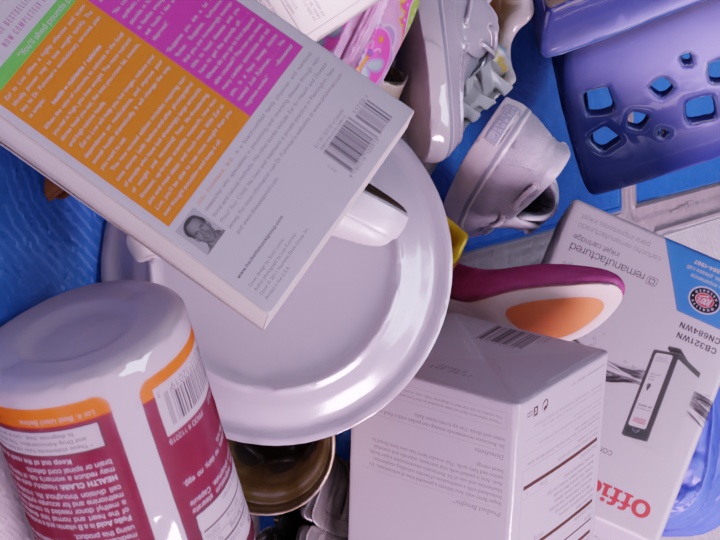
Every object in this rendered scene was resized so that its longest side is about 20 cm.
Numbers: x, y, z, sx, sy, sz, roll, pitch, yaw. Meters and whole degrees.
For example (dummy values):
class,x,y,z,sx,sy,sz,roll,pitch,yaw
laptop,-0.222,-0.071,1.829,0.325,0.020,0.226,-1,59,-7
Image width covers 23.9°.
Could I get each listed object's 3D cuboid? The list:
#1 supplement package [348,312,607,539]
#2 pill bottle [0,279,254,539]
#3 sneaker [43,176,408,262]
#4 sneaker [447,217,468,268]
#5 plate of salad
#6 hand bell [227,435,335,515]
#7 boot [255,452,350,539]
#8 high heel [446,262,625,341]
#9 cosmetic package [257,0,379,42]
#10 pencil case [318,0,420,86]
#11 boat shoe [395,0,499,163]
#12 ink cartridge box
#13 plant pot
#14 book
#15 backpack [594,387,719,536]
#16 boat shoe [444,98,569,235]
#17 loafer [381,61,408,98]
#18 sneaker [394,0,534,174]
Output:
class,x,y,z,sx,sy,sz,roll,pitch,yaw
supplement package,0.072,0.147,1.068,0.119,0.120,0.203,-22,119,-53
pill bottle,-0.120,0.118,0.898,0.114,0.113,0.202,-43,126,-47
sneaker,-0.075,-0.036,0.912,0.073,0.198,0.086,-33,141,-82
sneaker,0.000,0.000,1.058,0.077,0.073,0.200,-56,167,29
plate of salad,-0.047,-0.003,0.960,0.048,0.197,0.203,77,19,-83
hand bell,-0.028,0.068,1.083,0.200,0.103,0.105,-37,122,-64
boot,0.000,0.139,1.125,0.131,0.067,0.202,50,54,-48
high heel,0.097,0.002,1.148,0.067,0.199,0.097,37,53,-31
cosmetic package,-0.038,-0.188,0.938,0.199,0.073,0.104,-32,134,2
pencil case,-0.018,-0.138,1.027,0.087,0.087,0.202,32,82,-53
boat shoe,0.060,-0.167,1.141,0.072,0.068,0.202,118,-29,-61
ink cartridge box,0.172,0.076,1.189,0.084,0.145,0.202,98,15,-80
plant pot,0.225,-0.208,1.289,0.180,0.198,0.202,54,23,-44
book,-0.090,-0.084,0.847,0.134,0.199,0.048,-54,177,-19
backpack,0.192,0.127,1.303,0.167,0.198,0.165,17,79,-56
boat shoe,0.107,-0.059,1.189,0.072,0.068,0.200,-53,173,-19
loafer,-0.009,-0.110,1.099,0.075,0.068,0.203,3,89,-57
sneaker,0.059,-0.132,1.192,0.077,0.080,0.202,53,51,-46
